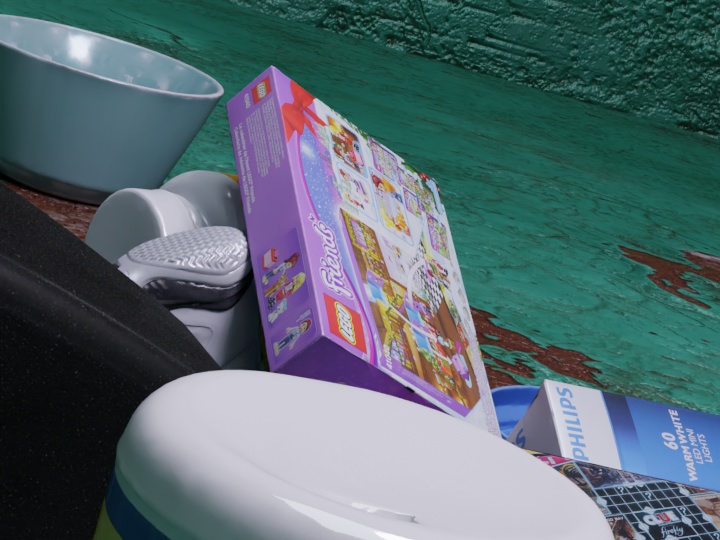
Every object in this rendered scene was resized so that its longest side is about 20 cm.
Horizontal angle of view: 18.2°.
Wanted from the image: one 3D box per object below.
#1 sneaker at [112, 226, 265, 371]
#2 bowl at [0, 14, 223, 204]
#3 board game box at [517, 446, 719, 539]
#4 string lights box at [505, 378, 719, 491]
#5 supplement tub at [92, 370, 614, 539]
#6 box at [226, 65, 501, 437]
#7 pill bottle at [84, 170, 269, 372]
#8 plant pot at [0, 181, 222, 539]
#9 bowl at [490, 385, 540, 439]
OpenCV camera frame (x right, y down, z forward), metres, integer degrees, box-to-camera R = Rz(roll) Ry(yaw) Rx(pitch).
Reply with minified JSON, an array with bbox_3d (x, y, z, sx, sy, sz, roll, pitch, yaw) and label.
[{"bbox_3d":[-0.136,0.059,1.152,0.199,0.115,0.075,-19,15,-1],"label":"sneaker"},{"bbox_3d":[-0.214,-0.117,1.717,0.200,0.106,0.201,17,13,-4],"label":"bowl"},{"bbox_3d":[0.084,0.146,0.981,0.199,0.035,0.136,14,52,-16],"label":"board game box"},{"bbox_3d":[0.165,0.126,1.159,0.199,0.103,0.059,12,41,-21],"label":"string lights box"},{"bbox_3d":[-0.021,0.144,0.640,0.144,0.201,0.145,16,12,-3],"label":"supplement tub"},{"bbox_3d":[0.000,0.000,1.170,0.137,0.039,0.201,34,30,-36],"label":"box"},{"bbox_3d":[-0.055,0.004,1.271,0.199,0.110,0.109,7,16,-42],"label":"pill bottle"},{"bbox_3d":[-0.152,0.070,0.845,0.177,0.200,0.200,23,8,-28],"label":"plant pot"},{"bbox_3d":[0.160,0.124,1.331,0.200,0.040,0.201,16,13,-4],"label":"bowl"}]
